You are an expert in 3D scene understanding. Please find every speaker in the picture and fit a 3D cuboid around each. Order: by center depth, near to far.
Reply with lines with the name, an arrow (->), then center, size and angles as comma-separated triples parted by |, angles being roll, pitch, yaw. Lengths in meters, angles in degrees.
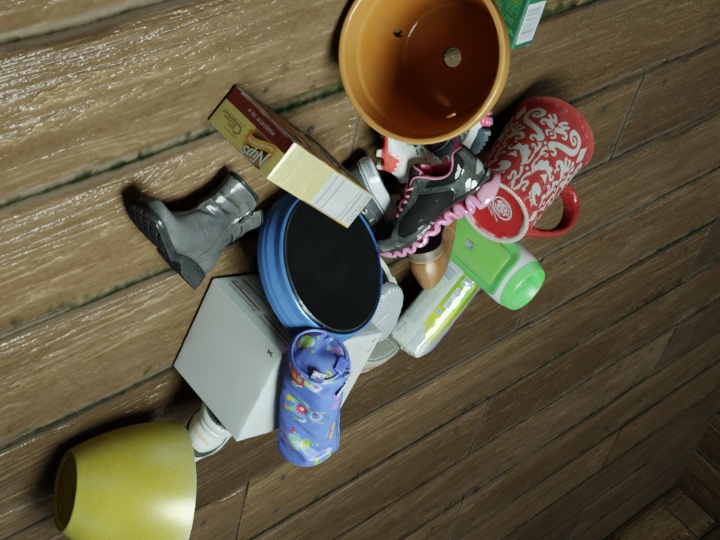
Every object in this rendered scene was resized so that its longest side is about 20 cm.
speaker -> 0.176, -0.034, 1.784 | 0.088, 0.200, 0.089 | -33, 149, -23

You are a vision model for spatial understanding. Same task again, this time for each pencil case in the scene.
pencil case -> -0.057, 0.162, 1.519 | 0.078, 0.086, 0.202 | -50, 160, -40

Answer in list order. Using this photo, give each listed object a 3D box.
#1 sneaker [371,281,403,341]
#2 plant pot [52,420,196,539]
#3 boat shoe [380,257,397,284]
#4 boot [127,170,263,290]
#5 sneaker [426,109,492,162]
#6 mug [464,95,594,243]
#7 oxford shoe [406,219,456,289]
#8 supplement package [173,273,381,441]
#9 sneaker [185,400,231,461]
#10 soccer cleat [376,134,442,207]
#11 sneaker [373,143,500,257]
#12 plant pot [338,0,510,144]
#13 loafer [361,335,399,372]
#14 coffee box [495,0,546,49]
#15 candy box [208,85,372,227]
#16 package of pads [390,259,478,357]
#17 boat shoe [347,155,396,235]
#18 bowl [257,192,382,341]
sneaker -> -0.027, 0.075, 1.734 | 0.075, 0.114, 0.201 | 8, 123, -51
plant pot -> -0.314, 0.289, 1.568 | 0.140, 0.201, 0.202 | 9, 123, -29
boat shoe -> 0.000, 0.000, 1.723 | 0.068, 0.072, 0.200 | -43, 154, -7
boot -> -0.186, -0.069, 1.404 | 0.132, 0.070, 0.200 | -45, 163, -9
sneaker -> 0.118, -0.172, 1.679 | 0.073, 0.082, 0.201 | 7, 143, -12
mug -> 0.250, -0.127, 1.736 | 0.200, 0.177, 0.134 | -49, -179, -39
oxford shoe -> 0.100, -0.040, 1.698 | 0.201, 0.070, 0.072 | -64, 146, -57
supplement package -> -0.110, 0.105, 1.622 | 0.199, 0.151, 0.153 | -8, 134, -50
sneaker -> -0.199, 0.204, 1.673 | 0.080, 0.074, 0.200 | -46, 176, 12
soccer cleat -> 0.074, -0.139, 1.617 | 0.201, 0.084, 0.070 | 64, 29, -60
sneaker -> 0.083, -0.095, 1.580 | 0.199, 0.079, 0.095 | -34, 114, 26
plant pot -> 0.091, -0.251, 1.426 | 0.201, 0.199, 0.140 | -57, 166, 19
loafer -> -0.031, 0.133, 1.867 | 0.198, 0.072, 0.063 | -13, 154, -38
coffee box -> 0.182, -0.380, 1.443 | 0.044, 0.123, 0.202 | -20, 140, -37
candy box -> -0.077, -0.128, 1.411 | 0.055, 0.115, 0.200 | -49, 151, 8
package of pads -> 0.119, 0.059, 1.904 | 0.155, 0.068, 0.200 | -51, 173, 5
boat shoe -> 0.012, -0.082, 1.650 | 0.066, 0.071, 0.200 | -25, 155, 3
bowl -> -0.045, -0.007, 1.541 | 0.039, 0.204, 0.199 | -16, 174, 40
